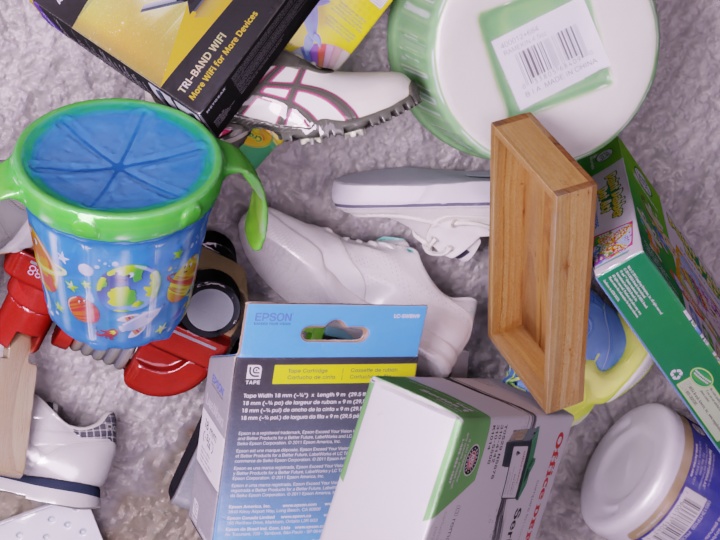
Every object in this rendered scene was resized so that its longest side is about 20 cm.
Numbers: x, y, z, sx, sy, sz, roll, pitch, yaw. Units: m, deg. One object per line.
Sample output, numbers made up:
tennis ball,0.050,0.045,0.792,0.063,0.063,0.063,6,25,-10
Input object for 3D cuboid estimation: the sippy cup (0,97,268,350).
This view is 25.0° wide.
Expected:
sippy cup,-0.160,-0.024,1.072,0.177,0.140,0.131,14,129,10

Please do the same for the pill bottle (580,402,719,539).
pill bottle,0.294,0.206,1.347,0.199,0.120,0.120,31,98,-19

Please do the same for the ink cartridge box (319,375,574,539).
ink cartridge box,0.066,0.159,1.196,0.200,0.084,0.147,6,103,-59

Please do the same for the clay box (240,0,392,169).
clay box,-0.062,-0.186,1.198,0.115,0.048,0.200,37,97,-18

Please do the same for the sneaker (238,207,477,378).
sneaker,0.000,0.000,1.261,0.200,0.075,0.089,35,65,-6

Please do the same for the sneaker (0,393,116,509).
sneaker,-0.286,0.125,1.238,0.199,0.076,0.081,15,81,-13

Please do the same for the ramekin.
ramekin,0.126,-0.172,1.213,0.199,0.098,0.201,-3,106,-11

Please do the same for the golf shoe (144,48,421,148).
golf shoe,-0.055,-0.131,1.152,0.199,0.077,0.089,-8,99,-8

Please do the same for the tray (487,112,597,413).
tray,0.131,-0.004,1.183,0.037,0.099,0.201,-17,131,-16

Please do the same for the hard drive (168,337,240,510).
hard drive,-0.033,0.152,1.287,0.199,0.033,0.140,22,100,-17

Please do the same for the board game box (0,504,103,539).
board game box,-0.283,0.295,1.303,0.199,0.026,0.201,-20,109,-6

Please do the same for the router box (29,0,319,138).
router box,-0.105,-0.217,1.116,0.157,0.052,0.200,34,83,16

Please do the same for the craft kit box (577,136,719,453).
craft kit box,0.239,0.021,1.239,0.048,0.198,0.200,-32,113,16

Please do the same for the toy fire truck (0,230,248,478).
toy fire truck,-0.198,0.055,1.209,0.175,0.129,0.201,25,110,-18

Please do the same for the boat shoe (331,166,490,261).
boat shoe,0.074,-0.041,1.260,0.199,0.071,0.070,-1,103,-18

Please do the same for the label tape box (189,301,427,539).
label tape box,-0.040,0.106,1.205,0.143,0.063,0.201,1,110,-23

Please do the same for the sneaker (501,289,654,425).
sneaker,0.139,0.092,1.317,0.200,0.076,0.105,-41,94,-1

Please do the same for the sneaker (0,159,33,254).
sneaker,-0.298,-0.016,1.134,0.092,0.076,0.200,2,141,-49

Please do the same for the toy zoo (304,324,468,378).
toy zoo,0.005,0.111,1.312,0.199,0.020,0.132,12,103,-15
